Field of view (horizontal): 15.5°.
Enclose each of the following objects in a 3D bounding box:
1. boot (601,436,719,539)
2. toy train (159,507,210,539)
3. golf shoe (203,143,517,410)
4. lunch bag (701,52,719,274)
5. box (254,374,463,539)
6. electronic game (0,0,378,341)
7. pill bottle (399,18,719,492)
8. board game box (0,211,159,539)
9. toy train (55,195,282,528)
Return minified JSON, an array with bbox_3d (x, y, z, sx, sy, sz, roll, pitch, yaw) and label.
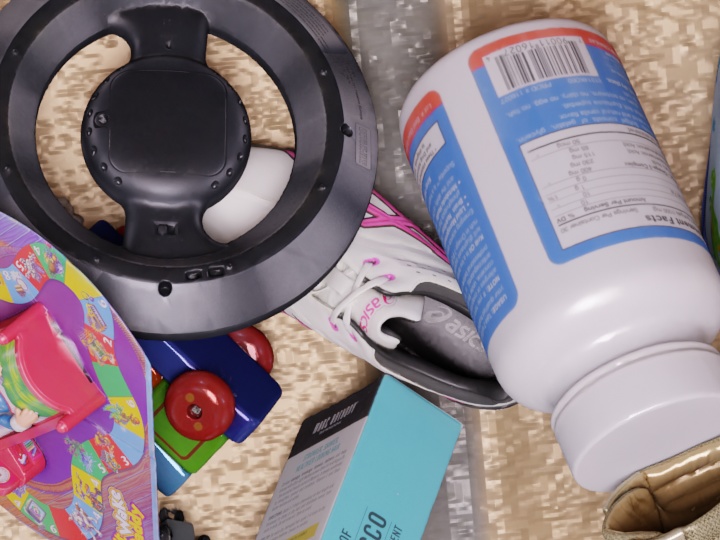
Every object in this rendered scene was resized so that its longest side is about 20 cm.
[{"bbox_3d":[0.135,0.173,1.171,0.200,0.073,0.156,-34,117,1],"label":"boot"},{"bbox_3d":[-0.085,0.206,1.260,0.034,0.201,0.046,15,141,-32],"label":"toy train"},{"bbox_3d":[0.000,0.000,1.257,0.199,0.092,0.073,28,98,-4],"label":"golf shoe"},{"bbox_3d":[0.267,-0.059,1.260,0.199,0.082,0.162,2,99,-2],"label":"lunch bag"},{"bbox_3d":[-0.021,0.151,1.227,0.049,0.082,0.201,33,57,-17],"label":"box"},{"bbox_3d":[-0.090,-0.061,1.232,0.199,0.042,0.201,3,66,-6],"label":"electronic game"},{"bbox_3d":[0.099,-0.005,1.203,0.112,0.112,0.201,-21,62,2],"label":"pill bottle"},{"bbox_3d":[-0.165,0.062,1.216,0.158,0.039,0.201,28,138,27],"label":"board game box"},{"bbox_3d":[-0.145,0.030,1.271,0.200,0.085,0.116,43,112,-2],"label":"toy train"}]
